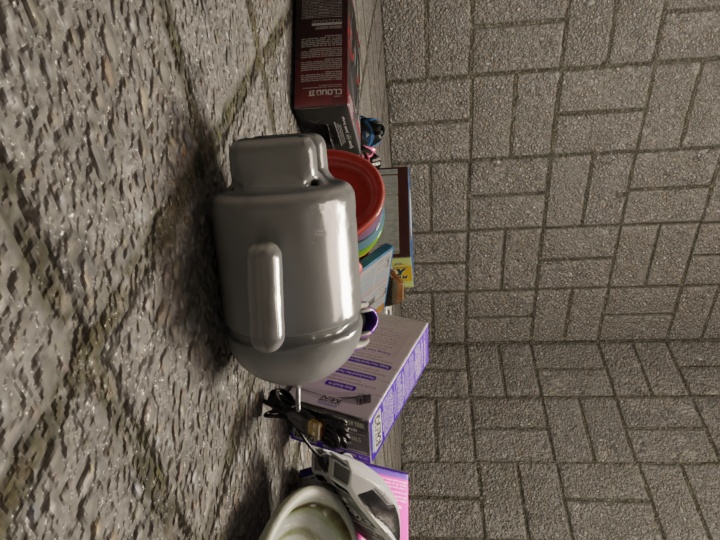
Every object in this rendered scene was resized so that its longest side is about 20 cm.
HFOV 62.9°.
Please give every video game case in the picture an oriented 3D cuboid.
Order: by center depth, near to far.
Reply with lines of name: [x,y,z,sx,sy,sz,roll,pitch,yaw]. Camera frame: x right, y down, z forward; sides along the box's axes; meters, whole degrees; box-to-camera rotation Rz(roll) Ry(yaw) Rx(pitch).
video game case: [-0.006,0.077,0.844,0.142,0.017,0.205,-36,141,-50]

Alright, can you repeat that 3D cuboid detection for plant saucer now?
plant saucer: [-0.057,0.295,0.506,0.199,0.049,0.207,38,47,-56]

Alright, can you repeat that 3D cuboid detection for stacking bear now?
stacking bear: [-0.023,-0.062,0.798,0.201,0.110,0.125,90,-11,-72]

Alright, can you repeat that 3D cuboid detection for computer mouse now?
computer mouse: [-0.013,0.196,0.573,0.044,0.108,0.203,-46,120,-31]

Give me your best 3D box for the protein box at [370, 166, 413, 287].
protein box: [0.049,-0.088,1.304,0.199,0.130,0.207,70,19,-71]

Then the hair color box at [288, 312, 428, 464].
hair color box: [0.004,0.130,0.718,0.200,0.106,0.067,-45,138,-54]

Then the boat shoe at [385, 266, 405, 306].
boat shoe: [0.032,0.011,1.050,0.199,0.072,0.078,-151,-120,-62]

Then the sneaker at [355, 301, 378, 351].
sneaker: [-0.033,0.061,0.645,0.200,0.110,0.075,-37,123,-83]

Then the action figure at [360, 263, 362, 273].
action figure: [-0.038,-0.024,0.656,0.052,0.065,0.202,46,-12,44]

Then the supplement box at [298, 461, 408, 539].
supplement box: [-0.012,0.329,0.654,0.100,0.101,0.206,-31,-134,45]

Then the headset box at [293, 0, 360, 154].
headset box: [-0.041,-0.262,0.807,0.149,0.072,0.207,64,25,-75]

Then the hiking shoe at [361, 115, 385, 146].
hiking shoe: [0.013,-0.288,1.245,0.201,0.084,0.077,-76,163,-67]

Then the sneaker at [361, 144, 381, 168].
sneaker: [-0.014,-0.177,0.955,0.201,0.092,0.082,-68,157,-71]

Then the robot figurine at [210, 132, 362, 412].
robot figurine: [-0.055,0.000,0.459,0.170,0.109,0.207,-56,144,-71]

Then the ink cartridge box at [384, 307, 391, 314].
ink cartridge box: [0.026,0.132,1.261,0.148,0.083,0.208,41,49,-81]
